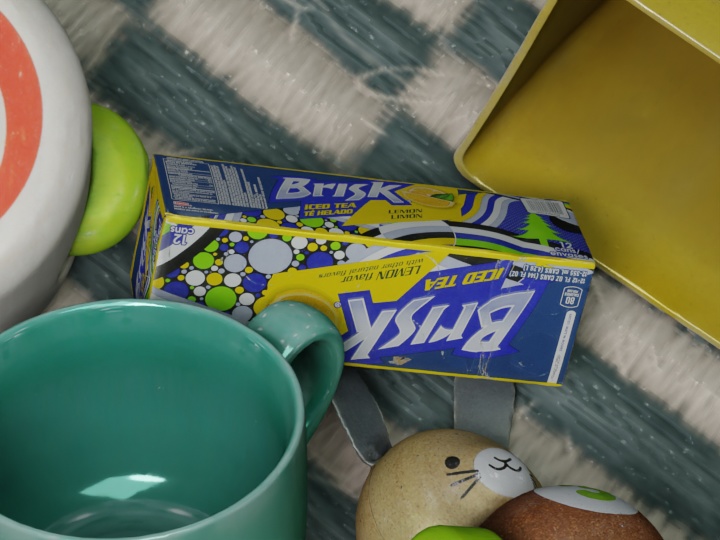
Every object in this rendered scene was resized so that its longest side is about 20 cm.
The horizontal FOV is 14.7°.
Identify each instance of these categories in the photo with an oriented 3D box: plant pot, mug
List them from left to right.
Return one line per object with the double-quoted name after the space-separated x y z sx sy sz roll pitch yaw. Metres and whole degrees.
-0.083 0.100 1.179 0.185 0.115 0.152 -9 40 -12 "mug"
0.191 -0.097 1.286 0.200 0.200 0.176 34 62 2 "plant pot"

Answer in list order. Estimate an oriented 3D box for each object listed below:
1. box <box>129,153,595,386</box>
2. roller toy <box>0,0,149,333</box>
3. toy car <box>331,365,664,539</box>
0.000 0.000 1.267 0.200 0.064 0.070 6 119 -13 "box"
-0.212 -0.050 1.238 0.200 0.140 0.182 -40 84 -14 "roller toy"
0.055 0.110 1.238 0.164 0.158 0.200 7 45 -32 "toy car"
